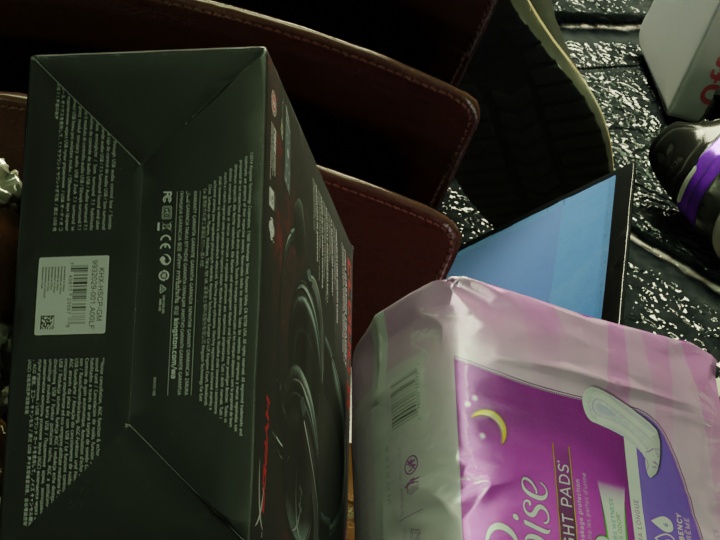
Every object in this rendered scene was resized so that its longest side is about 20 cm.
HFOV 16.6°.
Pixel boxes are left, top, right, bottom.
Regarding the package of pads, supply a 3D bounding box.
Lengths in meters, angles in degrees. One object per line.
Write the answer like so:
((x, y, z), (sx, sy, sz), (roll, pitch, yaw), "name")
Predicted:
((0.059, 0.110, 0.776), (0.120, 0.076, 0.201), (16, 53, -26), "package of pads")

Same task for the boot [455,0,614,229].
((0.077, -0.120, 1.171), (0.077, 0.201, 0.139), (-10, 34, 20), "boot")

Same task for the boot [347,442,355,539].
((-0.009, 0.133, 0.865), (0.154, 0.074, 0.200), (18, 34, 5), "boot")

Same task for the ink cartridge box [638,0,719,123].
((0.277, -0.140, 1.375), (0.199, 0.148, 0.086), (12, 32, -17), "ink cartridge box")

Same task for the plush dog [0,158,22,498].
((-0.165, 0.039, 0.817), (0.159, 0.201, 0.172), (-4, 25, 4), "plush dog")

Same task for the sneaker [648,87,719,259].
((0.229, -0.064, 1.305), (0.199, 0.070, 0.099), (-10, 43, -44), "sneaker")

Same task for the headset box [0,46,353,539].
((-0.049, 0.038, 0.777), (0.077, 0.200, 0.150), (-2, 71, 9), "headset box")

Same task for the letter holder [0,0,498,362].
((-0.056, -0.064, 0.913), (0.199, 0.143, 0.101), (14, 40, -12), "letter holder")

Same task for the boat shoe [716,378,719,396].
((0.193, 0.089, 1.060), (0.200, 0.072, 0.061), (3, 41, -19), "boat shoe")

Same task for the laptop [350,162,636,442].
((0.000, 0.000, 1.022), (0.199, 0.104, 0.178), (22, 31, -4), "laptop")
